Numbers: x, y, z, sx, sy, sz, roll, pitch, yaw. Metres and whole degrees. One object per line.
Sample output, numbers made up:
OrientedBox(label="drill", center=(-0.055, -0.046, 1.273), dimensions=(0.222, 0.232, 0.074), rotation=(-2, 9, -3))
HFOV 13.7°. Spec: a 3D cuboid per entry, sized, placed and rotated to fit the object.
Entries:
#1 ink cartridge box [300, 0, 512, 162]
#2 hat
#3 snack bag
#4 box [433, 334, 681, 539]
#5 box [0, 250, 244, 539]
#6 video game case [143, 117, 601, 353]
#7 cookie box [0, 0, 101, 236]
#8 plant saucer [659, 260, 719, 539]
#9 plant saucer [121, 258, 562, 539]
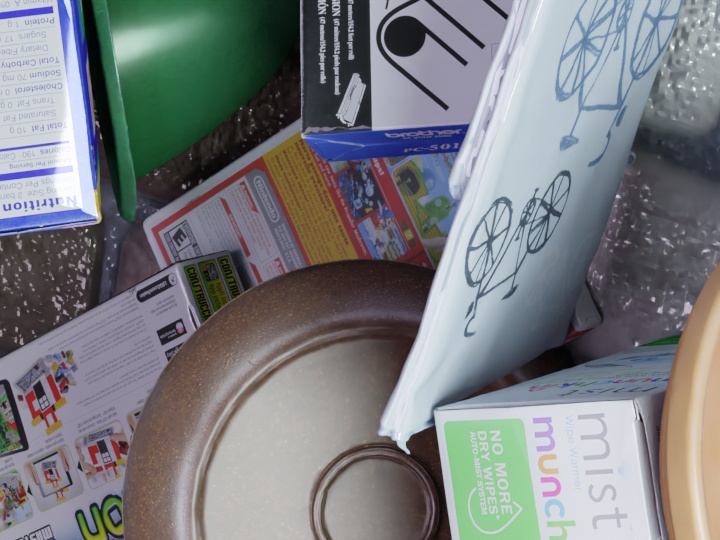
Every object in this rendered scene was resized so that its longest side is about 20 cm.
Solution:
OrientedBox(label="ink cartridge box", center=(0.025, -0.148, 1.189), dimensions=(0.094, 0.044, 0.200), rotation=(-4, 77, 11))
OrientedBox(label="hat", center=(-0.032, -0.119, 1.306), dimensions=(0.200, 0.176, 0.166), rotation=(105, 155, -74))
OrientedBox(label="snack bag", center=(0.071, -0.042, 1.136), dimensions=(0.021, 0.189, 0.200), rotation=(23, 109, 17))
OrientedBox(label="box", center=(0.127, 0.132, 1.135), dimensions=(0.097, 0.176, 0.200), rotation=(-5, 96, 38))
OrientedBox(label="box", center=(-0.115, 0.075, 1.385), dimensions=(0.200, 0.035, 0.110), rotation=(-26, 83, 44))
OrientedBox(label="video game case", center=(0.000, 0.000, 1.309), dimensions=(0.200, 0.017, 0.143), rotation=(-31, 79, 37))
OrientedBox(label="cookie box", center=(-0.156, -0.124, 1.247), dimensions=(0.075, 0.171, 0.200), rotation=(-7, 101, -5))
OrientedBox(label="plant saucer", center=(0.172, 0.072, 1.077), dimensions=(0.037, 0.200, 0.200), rotation=(-8, 94, 47))
OrientedBox(label="plant saucer", center=(0.003, 0.096, 1.220), dimensions=(0.034, 0.200, 0.201), rotation=(-160, 63, -80))
